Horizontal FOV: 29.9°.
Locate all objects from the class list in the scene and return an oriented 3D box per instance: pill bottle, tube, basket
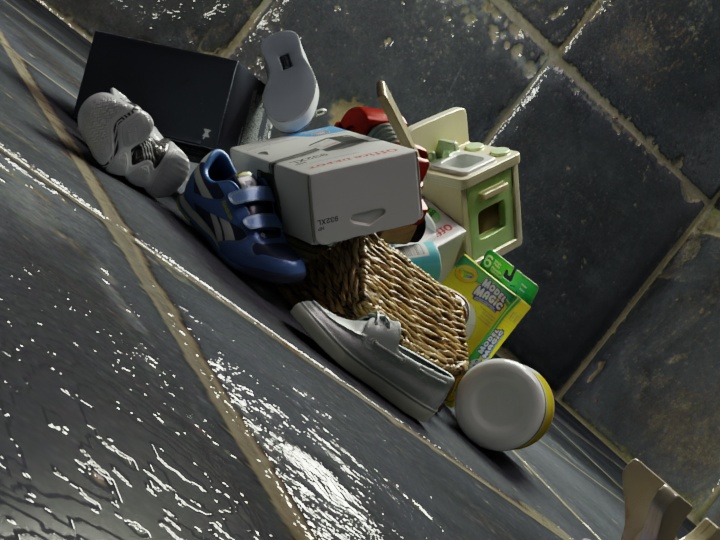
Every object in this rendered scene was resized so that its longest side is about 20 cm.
[{"bbox_3d":[0.187,0.172,1.709,0.112,0.112,0.200,39,3,15],"label":"pill bottle"},{"bbox_3d":[0.000,0.000,1.682,0.199,0.051,0.077,-7,8,-15],"label":"tube"},{"bbox_3d":[0.012,0.073,1.565,0.200,0.149,0.143,36,37,-38],"label":"basket"}]

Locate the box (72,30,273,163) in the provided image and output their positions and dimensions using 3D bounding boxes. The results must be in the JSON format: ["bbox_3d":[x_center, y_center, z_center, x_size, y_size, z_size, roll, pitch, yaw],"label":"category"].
[{"bbox_3d":[-0.229,-0.209,1.722,0.196,0.118,0.200,14,-2,13],"label":"box"}]

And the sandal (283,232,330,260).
[{"bbox_3d":[-0.098,-0.022,1.600,0.200,0.058,0.080,21,7,-9],"label":"sandal"}]

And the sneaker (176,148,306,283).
[{"bbox_3d":[-0.128,-0.058,1.487,0.200,0.082,0.074,41,26,31],"label":"sneaker"}]

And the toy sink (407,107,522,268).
[{"bbox_3d":[0.149,-0.115,1.912,0.112,0.201,0.130,16,32,42],"label":"toy sink"}]

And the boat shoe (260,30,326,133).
[{"bbox_3d":[-0.087,-0.217,1.709,0.202,0.074,0.086,-107,178,-50],"label":"boat shoe"}]

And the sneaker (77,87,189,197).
[{"bbox_3d":[-0.272,-0.155,1.475,0.115,0.075,0.200,39,-2,26],"label":"sneaker"}]

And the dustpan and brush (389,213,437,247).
[{"bbox_3d":[-0.006,-0.091,1.785,0.200,0.139,0.057,37,-41,23],"label":"dustpan and brush"}]

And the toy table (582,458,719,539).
[{"bbox_3d":[0.313,0.293,1.391,0.184,0.117,0.200,40,3,27],"label":"toy table"}]

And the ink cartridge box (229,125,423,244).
[{"bbox_3d":[-0.042,-0.101,1.546,0.145,0.084,0.200,-14,20,-27],"label":"ink cartridge box"}]

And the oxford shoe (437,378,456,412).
[{"bbox_3d":[0.083,0.116,1.708,0.071,0.071,0.200,35,2,-21],"label":"oxford shoe"}]

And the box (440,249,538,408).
[{"bbox_3d":[0.139,0.070,1.804,0.117,0.200,0.048,40,3,42],"label":"box"}]

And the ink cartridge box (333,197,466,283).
[{"bbox_3d":[0.016,-0.034,1.886,0.200,0.146,0.146,40,46,25],"label":"ink cartridge box"}]

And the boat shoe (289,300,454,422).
[{"bbox_3d":[0.016,0.080,1.415,0.201,0.072,0.070,38,3,-23],"label":"boat shoe"}]

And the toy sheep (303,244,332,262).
[{"bbox_3d":[-0.097,-0.064,1.719,0.138,0.138,0.200,41,-1,37],"label":"toy sheep"}]

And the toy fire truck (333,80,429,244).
[{"bbox_3d":[0.026,-0.155,1.674,0.128,0.200,0.176,4,40,-30],"label":"toy fire truck"}]

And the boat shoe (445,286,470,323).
[{"bbox_3d":[0.044,0.047,1.719,0.199,0.072,0.063,9,5,-5],"label":"boat shoe"}]
